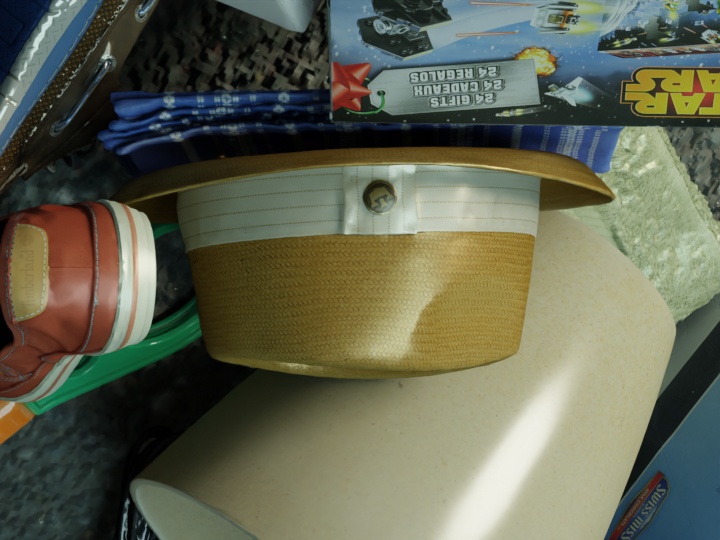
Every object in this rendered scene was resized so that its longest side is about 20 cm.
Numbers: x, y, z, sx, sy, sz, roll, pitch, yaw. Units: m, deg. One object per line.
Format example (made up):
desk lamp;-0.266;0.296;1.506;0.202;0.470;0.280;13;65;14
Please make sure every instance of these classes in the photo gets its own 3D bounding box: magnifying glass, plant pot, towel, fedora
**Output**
magnifying glass;-0.127;0.038;1.248;0.200;0.022;0.080;-40;146;-4
plant pot;0.037;0.074;1.257;0.200;0.187;0.187;-51;134;-17
towel;0.083;-0.020;1.347;0.148;0.036;0.200;-39;132;-5
towel;0.003;-0.048;1.170;0.199;0.145;0.024;-1;83;1
fedora;0.000;0.000;1.149;0.200;0.200;0.082;0;85;-33

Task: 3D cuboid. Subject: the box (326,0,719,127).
box;0.087;-0.110;1.048;0.199;0.040;0.137;1;138;1

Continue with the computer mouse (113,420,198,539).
computer mouse;-0.037;0.124;1.356;0.200;0.046;0.141;4;106;-33

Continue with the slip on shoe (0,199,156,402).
slip on shoe;-0.133;0.010;1.136;0.061;0.200;0.074;1;83;-21

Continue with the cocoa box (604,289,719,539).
cocoa box;0.211;0.083;1.430;0.200;0.131;0.133;-52;132;4

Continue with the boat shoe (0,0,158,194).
boat shoe;-0.127;-0.071;1.152;0.072;0.072;0.200;25;106;-48

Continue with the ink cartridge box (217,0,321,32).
ink cartridge box;-0.026;-0.209;1.055;0.200;0.084;0.146;-63;159;-12
